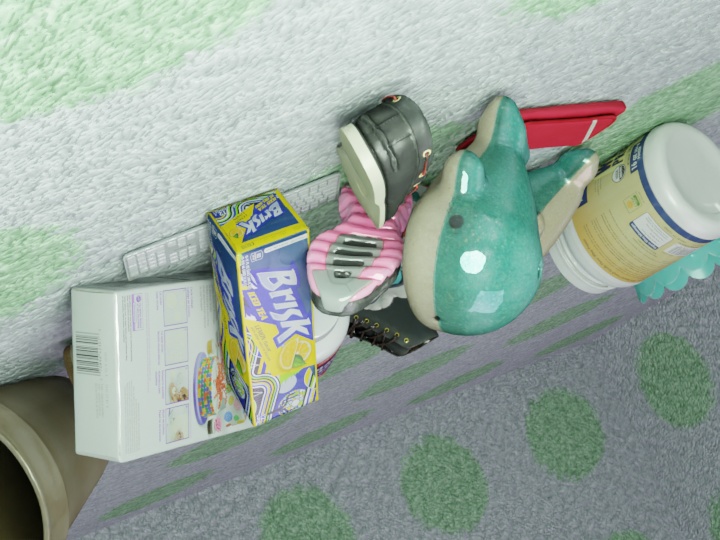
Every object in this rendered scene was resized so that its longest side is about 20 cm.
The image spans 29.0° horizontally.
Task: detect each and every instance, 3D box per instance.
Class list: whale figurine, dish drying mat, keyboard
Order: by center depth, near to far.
[{"bbox_3d":[0.108,-0.042,1.132,0.103,0.201,0.160,13,150,22],"label":"whale figurine"},{"bbox_3d":[-0.109,-0.038,1.194,0.198,0.011,0.056,-22,169,-12],"label":"keyboard"},{"bbox_3d":[0.177,-0.134,1.330,0.077,0.018,0.199,-32,167,40],"label":"dish drying mat"},{"bbox_3d":[0.170,-0.065,1.497,0.200,0.104,0.159,-49,178,8],"label":"whale figurine"}]

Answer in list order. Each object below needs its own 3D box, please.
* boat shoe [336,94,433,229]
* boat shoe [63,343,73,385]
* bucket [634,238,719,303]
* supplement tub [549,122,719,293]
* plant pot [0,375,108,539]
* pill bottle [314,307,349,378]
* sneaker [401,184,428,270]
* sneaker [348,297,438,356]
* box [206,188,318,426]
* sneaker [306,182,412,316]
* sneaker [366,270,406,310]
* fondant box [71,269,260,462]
[{"bbox_3d":[0.020,-0.083,1.086,0.063,0.074,0.201,-30,174,-6],"label":"boat shoe"},{"bbox_3d":[-0.225,0.098,1.425,0.064,0.072,0.200,-26,168,14],"label":"boat shoe"},{"bbox_3d":[0.463,-0.055,2.010,0.205,0.136,0.207,-24,169,-5],"label":"bucket"},{"bbox_3d":[0.325,-0.068,1.629,0.144,0.146,0.200,-14,165,-43],"label":"supplement tub"},{"bbox_3d":[-0.339,0.193,1.384,0.199,0.201,0.173,-31,-177,32],"label":"plant pot"},{"bbox_3d":[-0.069,0.052,1.435,0.110,0.112,0.200,-22,169,-12],"label":"pill bottle"},{"bbox_3d":[0.075,-0.037,1.371,0.070,0.094,0.199,-30,168,29],"label":"sneaker"},{"bbox_3d":[0.003,0.061,1.645,0.198,0.107,0.075,-18,168,-29],"label":"sneaker"},{"bbox_3d":[-0.081,0.034,1.194,0.069,0.064,0.201,-20,134,-20],"label":"box"},{"bbox_3d":[0.000,0.000,1.183,0.078,0.096,0.200,14,-152,8],"label":"sneaker"},{"bbox_3d":[0.010,-0.010,1.469,0.079,0.078,0.200,17,166,-13],"label":"sneaker"},{"bbox_3d":[-0.168,0.080,1.248,0.058,0.146,0.199,3,-174,35],"label":"fondant box"}]
